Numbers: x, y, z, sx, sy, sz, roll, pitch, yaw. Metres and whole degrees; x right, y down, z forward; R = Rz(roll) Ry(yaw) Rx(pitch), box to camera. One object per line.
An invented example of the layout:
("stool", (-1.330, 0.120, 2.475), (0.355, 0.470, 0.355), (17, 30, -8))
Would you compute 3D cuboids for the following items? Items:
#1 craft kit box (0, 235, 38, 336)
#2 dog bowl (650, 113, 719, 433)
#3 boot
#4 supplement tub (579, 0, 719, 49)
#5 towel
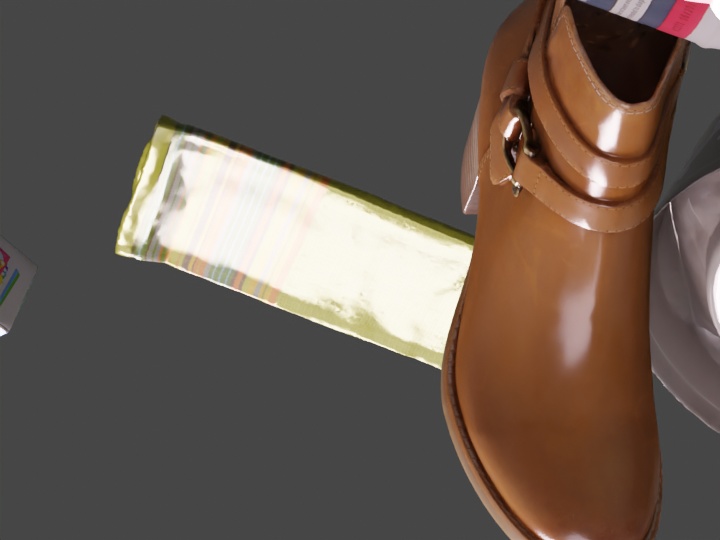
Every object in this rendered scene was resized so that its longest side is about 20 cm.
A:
("craft kit box", (-0.278, -0.016, 1.082), (0.200, 0.049, 0.197), (-23, 128, 41))
("dog bowl", (0.199, 0.002, 0.880), (0.200, 0.059, 0.200), (12, 141, 10))
("boot", (0.075, -0.012, 0.806), (0.074, 0.200, 0.155), (-3, 153, -14))
("supplement tub", (0.045, -0.157, 0.687), (0.200, 0.140, 0.140), (20, 142, -1))
("towel", (0.000, 0.000, 0.998), (0.200, 0.018, 0.086), (21, 143, -2))
